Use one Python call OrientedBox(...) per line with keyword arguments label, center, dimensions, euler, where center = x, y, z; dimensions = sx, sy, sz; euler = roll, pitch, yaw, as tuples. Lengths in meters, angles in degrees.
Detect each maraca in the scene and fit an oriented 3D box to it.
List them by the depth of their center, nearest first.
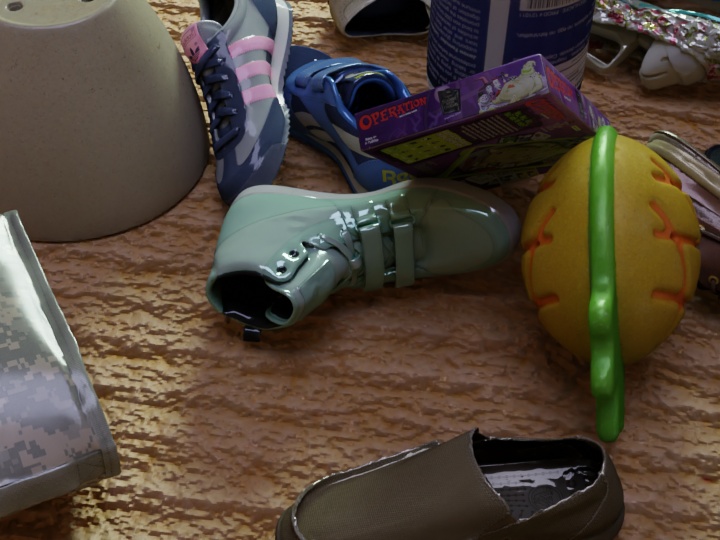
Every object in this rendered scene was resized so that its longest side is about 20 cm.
OrientedBox(label="maraca", center=(0.150, 0.004, 0.820), dimensions=(0.107, 0.137, 0.201), euler=(-4, 50, 17))

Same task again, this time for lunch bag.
OrientedBox(label="lunch bag", center=(-0.236, 0.077, 0.759), dimensions=(0.163, 0.118, 0.200), euler=(-16, 42, -19))

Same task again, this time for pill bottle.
OrientedBox(label="pill bottle", center=(0.105, -0.171, 0.965), dimensions=(0.115, 0.201, 0.116), euler=(2, 43, -1))

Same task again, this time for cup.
OrientedBox(label="cup", center=(-0.211, -0.139, 0.966), dimensions=(0.199, 0.144, 0.201), euler=(1, 44, -1))

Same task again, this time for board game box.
OrientedBox(label="board game box", center=(0.087, -0.087, 0.875), dimensions=(0.120, 0.200, 0.032), euler=(-11, 81, 20))

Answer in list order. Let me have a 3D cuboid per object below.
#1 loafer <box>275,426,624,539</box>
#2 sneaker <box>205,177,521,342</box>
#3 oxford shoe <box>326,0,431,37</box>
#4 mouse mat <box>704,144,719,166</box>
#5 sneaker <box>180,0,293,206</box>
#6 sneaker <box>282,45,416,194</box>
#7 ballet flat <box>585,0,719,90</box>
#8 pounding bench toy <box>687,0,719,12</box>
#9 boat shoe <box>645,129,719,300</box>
OrientedBox(label="loafer", center=(0.050, 0.124, 0.750), dimensions=(0.199, 0.068, 0.076), euler=(-9, 44, -11))
OrientedBox(label="sneaker", center=(0.000, 0.000, 0.872), dimensions=(0.199, 0.074, 0.118), euler=(0, 36, 13))
OrientedBox(label="oxford shoe", center=(0.071, -0.226, 1.123), dimensions=(0.199, 0.071, 0.074), euler=(-12, 49, 1))
OrientedBox(label="mouse mat", center=(0.337, -0.026, 0.957), dimensions=(0.199, 0.008, 0.161), euler=(11, 45, 9))
OrientedBox(label="sneaker", center=(-0.098, -0.134, 0.984), dimensions=(0.082, 0.070, 0.201), euler=(27, 45, -33))
OrientedBox(label="sneaker", center=(-0.008, -0.124, 0.998), dimensions=(0.074, 0.082, 0.200), euler=(-26, 47, -24))
OrientedBox(label="ballet flat", center=(0.221, -0.180, 1.084), dimensions=(0.199, 0.076, 0.064), euler=(23, 79, 27))
OrientedBox(label="pounding bench toy", center=(0.282, -0.269, 1.113), dimensions=(0.156, 0.125, 0.200), euler=(28, 45, 25))
OrientedBox(label="boat shoe", center=(0.250, -0.009, 0.895), dimensions=(0.068, 0.072, 0.200), euler=(-48, 65, 3))
